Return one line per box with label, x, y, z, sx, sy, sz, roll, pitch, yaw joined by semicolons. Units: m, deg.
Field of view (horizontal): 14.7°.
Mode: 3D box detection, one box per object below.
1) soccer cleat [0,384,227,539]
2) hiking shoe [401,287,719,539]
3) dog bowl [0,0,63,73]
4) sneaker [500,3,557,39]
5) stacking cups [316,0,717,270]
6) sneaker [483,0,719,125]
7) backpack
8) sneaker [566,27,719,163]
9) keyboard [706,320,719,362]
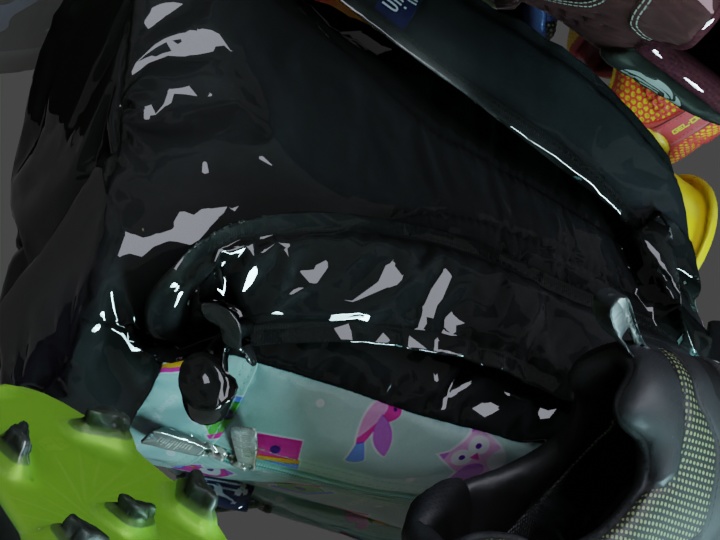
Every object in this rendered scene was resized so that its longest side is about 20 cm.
soccer cleat;-0.041;0.112;0.633;0.200;0.081;0.067;50;29;21
hiking shoe;0.036;0.102;0.740;0.101;0.076;0.200;33;88;-28
dog bowl;-0.132;-0.160;0.858;0.199;0.059;0.201;19;52;-26
sneaker;0.019;-0.125;0.901;0.200;0.075;0.079;21;60;-52
stacking cups;0.021;-0.054;0.878;0.200;0.060;0.061;33;47;-24
sneaker;0.086;-0.081;0.814;0.115;0.076;0.200;38;14;7
backpack;0.000;0.000;0.801;0.199;0.126;0.168;20;59;-25
sneaker;0.098;-0.115;0.986;0.073;0.077;0.200;42;26;-26
keyboard;0.089;0.099;0.830;0.039;0.104;0.201;8;51;1
